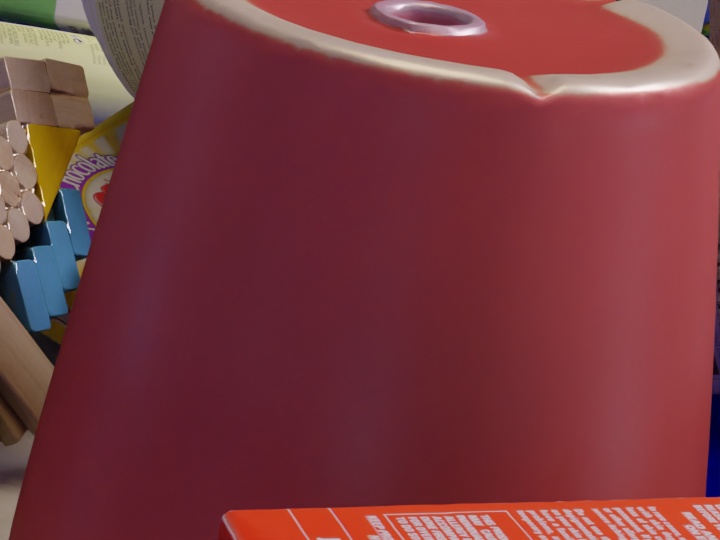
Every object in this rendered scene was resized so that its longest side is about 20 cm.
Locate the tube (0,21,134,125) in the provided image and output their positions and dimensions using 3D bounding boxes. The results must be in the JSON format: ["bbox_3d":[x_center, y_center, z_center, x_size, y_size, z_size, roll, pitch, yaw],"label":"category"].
[{"bbox_3d":[-0.090,-0.078,0.959,0.200,0.052,0.058,3,53,-28],"label":"tube"}]

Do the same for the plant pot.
[{"bbox_3d":[0.009,0.013,0.563,0.200,0.178,0.200,8,20,-3],"label":"plant pot"}]

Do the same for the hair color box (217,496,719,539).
[{"bbox_3d":[0.066,0.107,0.433,0.200,0.111,0.064,2,22,-21],"label":"hair color box"}]

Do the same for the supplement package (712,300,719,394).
[{"bbox_3d":[0.184,-0.027,0.724,0.200,0.110,0.114,-5,15,43],"label":"supplement package"}]

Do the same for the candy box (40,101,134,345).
[{"bbox_3d":[-0.072,-0.014,0.782,0.102,0.026,0.200,28,22,5],"label":"candy box"}]

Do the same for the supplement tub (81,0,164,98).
[{"bbox_3d":[-0.017,-0.107,0.768,0.145,0.145,0.200,0,11,-25],"label":"supplement tub"}]

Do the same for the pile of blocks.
[{"bbox_3d":[-0.133,0.009,0.643,0.062,0.082,0.200,-16,31,25],"label":"pile of blocks"}]

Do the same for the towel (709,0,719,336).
[{"bbox_3d":[0.194,-0.007,0.608,0.192,0.200,0.035,0,4,37],"label":"towel"}]

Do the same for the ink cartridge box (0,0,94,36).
[{"bbox_3d":[-0.077,-0.142,1.019,0.200,0.084,0.146,11,0,2],"label":"ink cartridge box"}]

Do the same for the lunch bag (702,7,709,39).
[{"bbox_3d":[0.224,-0.128,1.092,0.200,0.094,0.151,-13,-14,-31],"label":"lunch bag"}]

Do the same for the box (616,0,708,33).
[{"bbox_3d":[0.083,-0.086,0.827,0.068,0.200,0.082,-12,29,-41],"label":"box"}]
